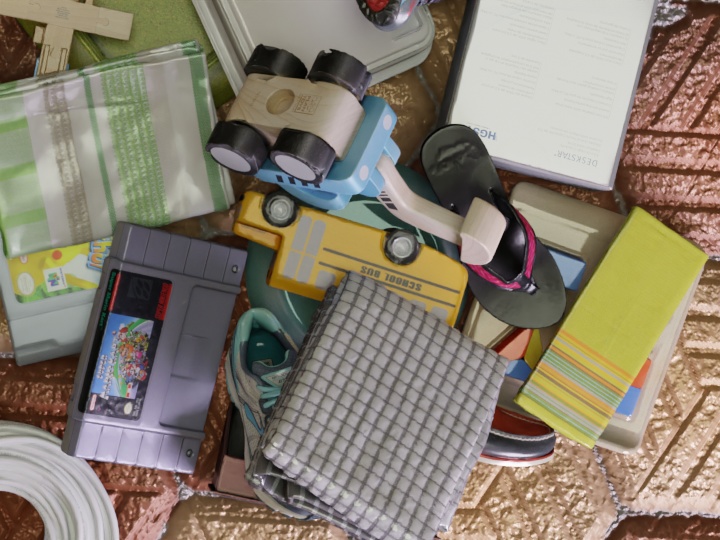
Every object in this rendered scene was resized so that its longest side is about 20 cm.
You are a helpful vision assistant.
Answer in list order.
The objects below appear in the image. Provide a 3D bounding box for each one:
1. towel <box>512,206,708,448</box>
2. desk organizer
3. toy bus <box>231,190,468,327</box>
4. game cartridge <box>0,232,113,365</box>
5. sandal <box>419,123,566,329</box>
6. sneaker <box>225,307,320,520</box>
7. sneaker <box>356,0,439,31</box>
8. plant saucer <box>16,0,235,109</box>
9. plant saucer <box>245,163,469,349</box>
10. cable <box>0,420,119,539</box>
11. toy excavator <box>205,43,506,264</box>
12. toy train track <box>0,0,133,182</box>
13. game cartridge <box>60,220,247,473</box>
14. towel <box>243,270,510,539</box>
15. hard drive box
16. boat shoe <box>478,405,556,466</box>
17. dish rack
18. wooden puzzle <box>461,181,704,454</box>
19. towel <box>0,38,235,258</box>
[{"bbox_3d":[0.215,0.049,1.706,0.086,0.018,0.200,34,85,-17],"label":"towel"},{"bbox_3d":[-0.025,0.172,1.705,0.199,0.072,0.077,12,87,-6],"label":"desk organizer"},{"bbox_3d":[-0.012,-0.009,1.670,0.200,0.065,0.078,17,91,-7],"label":"toy bus"},{"bbox_3d":[-0.250,-0.029,1.689,0.133,0.040,0.201,-13,97,-9],"label":"game cartridge"},{"bbox_3d":[0.111,-0.029,1.672,0.075,0.045,0.200,-30,108,0],"label":"sandal"},{"bbox_3d":[-0.068,0.116,1.638,0.077,0.086,0.200,-16,52,-16],"label":"sneaker"},{"bbox_3d":[0.063,-0.260,1.665,0.096,0.079,0.200,47,44,-26],"label":"sneaker"},{"bbox_3d":[-0.175,-0.224,1.693,0.200,0.048,0.200,-38,95,-4],"label":"plant saucer"},{"bbox_3d":[0.000,0.000,1.722,0.199,0.036,0.201,0,91,-6],"label":"plant saucer"},{"bbox_3d":[-0.306,0.227,1.676,0.200,0.069,0.200,29,87,-7],"label":"cable"},{"bbox_3d":[0.003,-0.083,1.607,0.194,0.200,0.100,11,67,34],"label":"toy excavator"},{"bbox_3d":[-0.256,-0.172,1.649,0.114,0.033,0.201,11,96,-12],"label":"toy train track"},{"bbox_3d":[-0.174,0.067,1.673,0.129,0.038,0.201,13,92,-43],"label":"game cartridge"},{"bbox_3d":[0.013,0.122,1.583,0.165,0.086,0.200,32,57,-11],"label":"towel"},{"bbox_3d":[0.161,-0.183,1.715,0.155,0.077,0.200,15,89,-6],"label":"hard drive box"},{"bbox_3d":[0.076,0.117,1.696,0.200,0.071,0.063,14,103,-6],"label":"boat shoe"},{"bbox_3d":[-0.035,-0.231,1.679,0.200,0.044,0.172,-26,93,-26],"label":"dish rack"},{"bbox_3d":[0.192,0.042,1.737,0.185,0.046,0.200,19,89,-6],"label":"wooden puzzle"},{"bbox_3d":[-0.211,-0.099,1.642,0.200,0.031,0.150,-15,106,-13],"label":"towel"}]
